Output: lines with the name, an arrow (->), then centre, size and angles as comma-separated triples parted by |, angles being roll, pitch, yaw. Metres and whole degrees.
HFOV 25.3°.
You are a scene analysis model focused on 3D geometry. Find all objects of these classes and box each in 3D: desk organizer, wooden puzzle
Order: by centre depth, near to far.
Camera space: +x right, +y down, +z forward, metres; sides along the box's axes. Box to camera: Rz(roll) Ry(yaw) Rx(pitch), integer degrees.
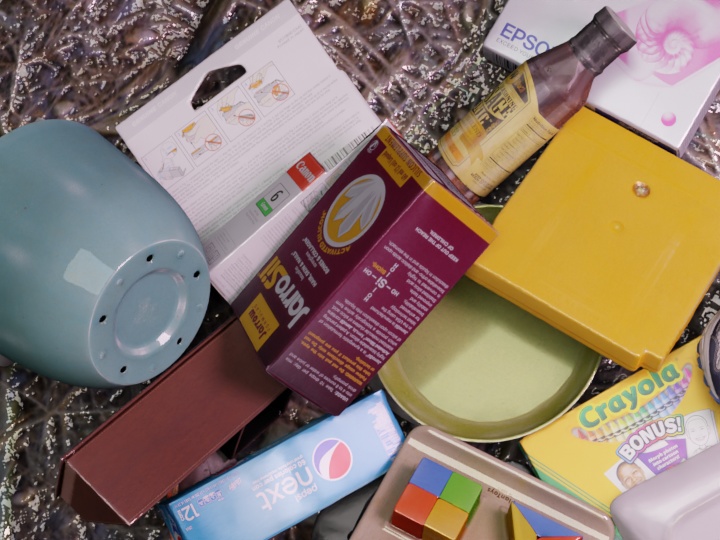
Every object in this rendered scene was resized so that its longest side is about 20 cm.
wooden puzzle -> 0.079, 0.232, 1.229 | 0.184, 0.046, 0.201 | 25, 62, 12
desk organizer -> -0.147, 0.132, 1.301 | 0.077, 0.072, 0.200 | 42, 57, 13

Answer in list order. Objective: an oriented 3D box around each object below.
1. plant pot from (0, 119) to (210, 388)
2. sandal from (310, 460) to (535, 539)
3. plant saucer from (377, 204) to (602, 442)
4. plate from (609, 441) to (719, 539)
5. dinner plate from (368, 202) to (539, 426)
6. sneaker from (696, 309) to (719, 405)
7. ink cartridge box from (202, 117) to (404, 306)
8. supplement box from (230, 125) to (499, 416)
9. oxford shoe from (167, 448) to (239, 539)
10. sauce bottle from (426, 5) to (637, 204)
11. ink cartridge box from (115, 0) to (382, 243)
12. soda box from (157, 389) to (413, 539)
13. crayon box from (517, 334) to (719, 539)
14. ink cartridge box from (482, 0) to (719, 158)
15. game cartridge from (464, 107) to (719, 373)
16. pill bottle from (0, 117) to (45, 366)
plant pot -> -0.217, 0.002, 1.291 | 0.160, 0.200, 0.202 | 29, 85, 34
sandal -> 0.050, 0.198, 1.332 | 0.198, 0.045, 0.076 | -15, 77, 7
plant saucer -> 0.105, 0.045, 1.331 | 0.198, 0.031, 0.202 | -3, 74, 10
plate -> 0.324, 0.223, 1.252 | 0.198, 0.032, 0.201 | -28, 97, 4
dinner plate -> 0.086, 0.038, 1.370 | 0.198, 0.024, 0.202 | -2, 78, 8
sneaker -> 0.328, 0.028, 1.254 | 0.077, 0.085, 0.201 | 33, 57, -4
ink cartridge box -> -0.032, -0.035, 1.360 | 0.200, 0.109, 0.050 | -41, 32, 0
supplement box -> 0.000, 0.000, 1.288 | 0.200, 0.085, 0.110 | -49, 34, 8
oxford shoe -> -0.125, 0.194, 1.353 | 0.072, 0.071, 0.202 | -14, 77, 2
sauce bottle -> 0.144, -0.140, 1.346 | 0.200, 0.066, 0.066 | -43, 75, 17
ink cartridge box -> -0.090, -0.111, 1.419 | 0.199, 0.044, 0.174 | -36, 75, 2
soda box -> -0.060, 0.171, 1.307 | 0.199, 0.068, 0.065 | -26, 89, -18
crayon box -> 0.242, 0.143, 1.303 | 0.199, 0.058, 0.119 | -31, 76, 3
ink cartridge box -> 0.237, -0.229, 1.387 | 0.195, 0.043, 0.201 | 29, 87, 14
game cartridge -> 0.206, -0.027, 1.312 | 0.175, 0.033, 0.200 | 30, 59, 13
pill bottle -> -0.300, -0.028, 1.403 | 0.112, 0.112, 0.201 | 31, 85, 14
